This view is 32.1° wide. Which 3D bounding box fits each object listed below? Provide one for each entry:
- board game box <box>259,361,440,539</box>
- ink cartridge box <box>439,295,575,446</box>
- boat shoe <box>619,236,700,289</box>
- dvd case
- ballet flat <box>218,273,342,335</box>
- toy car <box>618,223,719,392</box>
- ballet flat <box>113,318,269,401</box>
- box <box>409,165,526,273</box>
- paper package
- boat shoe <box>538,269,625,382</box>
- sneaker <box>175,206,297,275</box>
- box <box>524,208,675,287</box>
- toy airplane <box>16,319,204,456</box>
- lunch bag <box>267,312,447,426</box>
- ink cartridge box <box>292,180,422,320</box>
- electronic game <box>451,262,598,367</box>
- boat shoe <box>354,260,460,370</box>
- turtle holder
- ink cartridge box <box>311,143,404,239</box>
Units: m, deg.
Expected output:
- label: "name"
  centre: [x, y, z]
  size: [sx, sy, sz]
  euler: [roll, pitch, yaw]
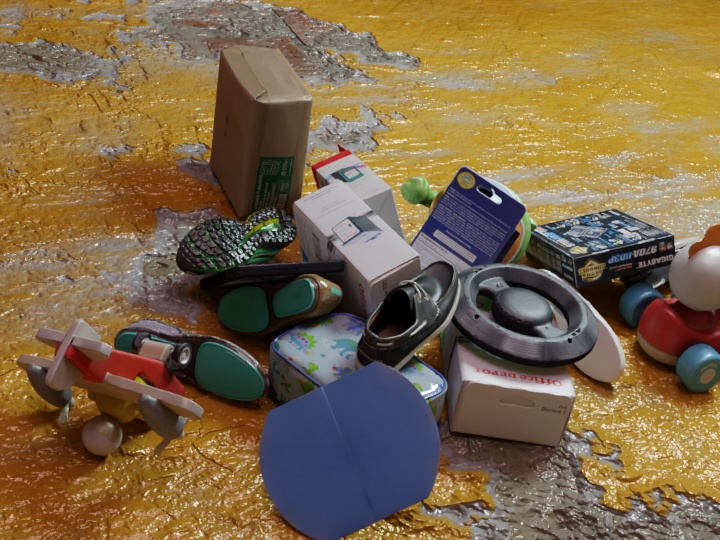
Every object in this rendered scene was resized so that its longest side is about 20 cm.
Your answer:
- label: "board game box"
  centre: [-0.009, 0.202, 1.369]
  size: [0.198, 0.039, 0.160]
  euler: [-25, 73, 0]
- label: "ink cartridge box"
  centre: [0.181, 0.121, 1.582]
  size: [0.144, 0.085, 0.201]
  euler: [9, 32, -6]
- label: "boat shoe"
  centre: [0.459, -0.006, 1.894]
  size: [0.073, 0.061, 0.199]
  euler: [-19, 1, 43]
- label: "dvd case"
  centre: [-0.119, 0.006, 1.628]
  size: [0.141, 0.018, 0.200]
  euler: [-3, -4, -21]
- label: "ballet flat"
  centre: [-0.096, 0.044, 1.590]
  size: [0.072, 0.069, 0.199]
  euler: [5, -16, -44]
- label: "toy car"
  centre: [0.479, 0.028, 1.711]
  size: [0.174, 0.202, 0.185]
  euler: [-4, 35, -22]
- label: "ballet flat"
  centre: [-0.198, 0.102, 1.521]
  size: [0.198, 0.073, 0.072]
  euler: [17, 32, 7]
- label: "box"
  centre: [0.133, -0.029, 1.707]
  size: [0.121, 0.201, 0.032]
  euler: [36, 5, 25]
- label: "paper package"
  centre: [-0.153, -0.211, 1.899]
  size: [0.102, 0.202, 0.191]
  euler: [-3, 33, -22]
- label: "boat shoe"
  centre: [0.302, 0.077, 1.713]
  size: [0.068, 0.073, 0.200]
  euler: [10, 27, -45]
- label: "sneaker"
  centre: [-0.173, -0.023, 1.710]
  size: [0.199, 0.085, 0.078]
  euler: [-14, 62, -47]
- label: "box"
  centre: [0.346, -0.037, 1.832]
  size: [0.157, 0.047, 0.200]
  euler: [-13, 17, -12]
- label: "toy airplane"
  centre: [-0.278, 0.133, 1.374]
  size: [0.197, 0.143, 0.200]
  euler: [15, -4, -17]
- label: "lunch bag"
  centre: [-0.003, 0.138, 1.504]
  size: [0.160, 0.083, 0.199]
  euler: [-23, 45, -40]
- label: "ink cartridge box"
  centre: [0.000, 0.000, 1.648]
  size: [0.085, 0.148, 0.200]
  euler: [-28, 45, -20]
- label: "electronic game"
  centre: [0.203, 0.054, 1.574]
  size: [0.197, 0.042, 0.201]
  euler: [10, 33, -6]
- label: "boat shoe"
  centre: [0.063, 0.045, 1.498]
  size: [0.071, 0.068, 0.200]
  euler: [21, 44, 26]
- label: "turtle holder"
  centre: [0.156, -0.082, 1.806]
  size: [0.131, 0.140, 0.187]
  euler: [15, 44, -62]
- label: "ink cartridge box"
  centre: [-0.009, -0.095, 1.814]
  size: [0.067, 0.117, 0.200]
  euler: [-23, 31, -13]
